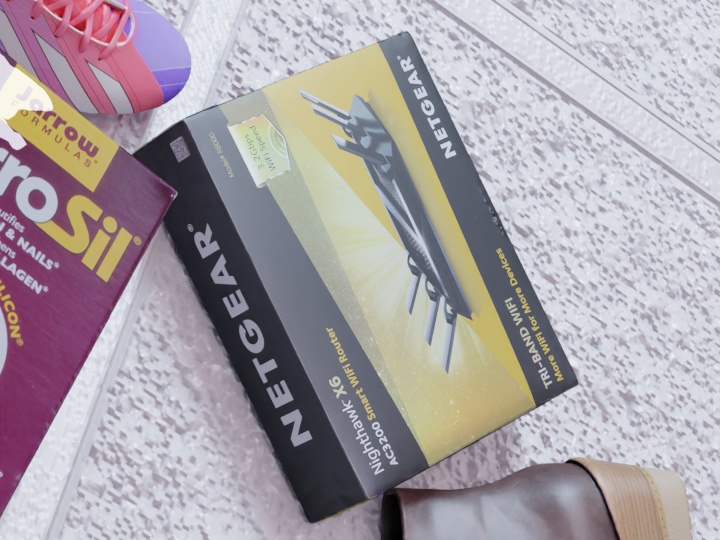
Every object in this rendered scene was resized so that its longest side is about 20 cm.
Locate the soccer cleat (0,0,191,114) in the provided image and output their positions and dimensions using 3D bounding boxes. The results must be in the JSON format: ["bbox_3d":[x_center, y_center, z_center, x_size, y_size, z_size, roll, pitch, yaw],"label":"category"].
[{"bbox_3d":[-0.155,-0.128,1.193,0.199,0.076,0.067,24,59,-28],"label":"soccer cleat"}]

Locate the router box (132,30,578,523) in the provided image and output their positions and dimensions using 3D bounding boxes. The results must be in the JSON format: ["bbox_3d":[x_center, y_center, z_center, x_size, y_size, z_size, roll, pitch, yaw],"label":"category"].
[{"bbox_3d":[0.000,0.000,1.276,0.157,0.052,0.201,-26,89,-40],"label":"router box"}]

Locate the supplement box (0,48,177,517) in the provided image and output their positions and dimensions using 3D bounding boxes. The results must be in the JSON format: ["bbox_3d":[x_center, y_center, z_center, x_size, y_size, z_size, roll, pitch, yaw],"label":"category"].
[{"bbox_3d":[-0.185,0.017,1.096,0.131,0.103,0.201,38,53,-18],"label":"supplement box"}]

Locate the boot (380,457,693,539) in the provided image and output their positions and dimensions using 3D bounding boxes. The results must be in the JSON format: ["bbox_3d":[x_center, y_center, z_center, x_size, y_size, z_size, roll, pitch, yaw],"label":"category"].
[{"bbox_3d":[0.095,0.194,1.280,0.165,0.072,0.201,-5,79,-24],"label":"boot"}]
